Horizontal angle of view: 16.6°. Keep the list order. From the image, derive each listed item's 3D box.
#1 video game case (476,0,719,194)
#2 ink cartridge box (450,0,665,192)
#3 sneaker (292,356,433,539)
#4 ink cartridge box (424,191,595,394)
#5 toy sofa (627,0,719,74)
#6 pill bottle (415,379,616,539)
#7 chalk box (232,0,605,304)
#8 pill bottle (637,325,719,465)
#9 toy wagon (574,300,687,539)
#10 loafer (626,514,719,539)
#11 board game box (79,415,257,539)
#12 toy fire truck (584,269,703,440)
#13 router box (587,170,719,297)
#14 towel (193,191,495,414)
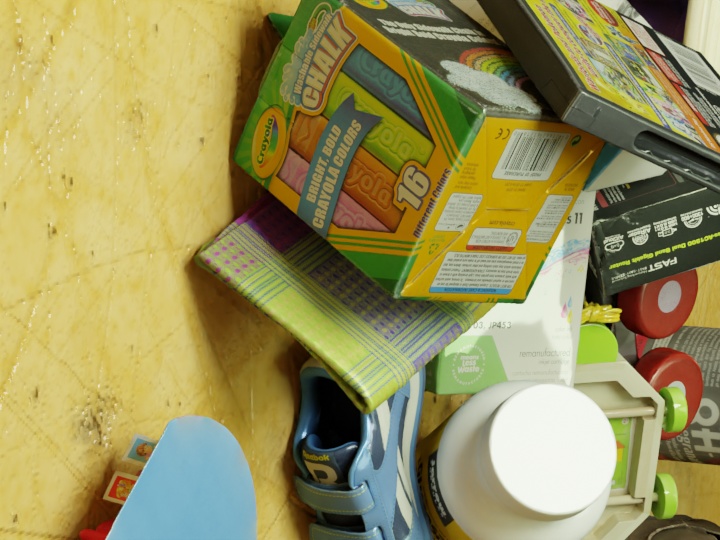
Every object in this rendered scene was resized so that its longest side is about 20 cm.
[{"bbox_3d":[0.160,-0.108,1.434,0.180,0.200,0.026,23,112,-27],"label":"video game case"},{"bbox_3d":[0.125,-0.149,1.581,0.067,0.200,0.116,-50,161,29],"label":"ink cartridge box"},{"bbox_3d":[-0.005,0.134,1.512,0.082,0.074,0.201,-13,100,-55],"label":"sneaker"},{"bbox_3d":[0.086,-0.025,1.586,0.117,0.067,0.201,0,100,-34],"label":"ink cartridge box"},{"bbox_3d":[0.181,-0.180,1.689,0.097,0.200,0.083,-2,106,-30],"label":"toy sofa"},{"bbox_3d":[0.094,0.133,1.555,0.200,0.112,0.113,126,-20,-70],"label":"pill bottle"},{"bbox_3d":[0.019,-0.085,1.417,0.125,0.200,0.124,2,120,-47],"label":"chalk box"},{"bbox_3d":[0.305,0.102,1.951,0.111,0.199,0.111,-11,103,-60],"label":"pill bottle"},{"bbox_3d":[0.151,0.111,1.719,0.040,0.154,0.201,-129,-141,-62],"label":"toy wagon"},{"bbox_3d":[0.264,0.235,2.028,0.200,0.071,0.073,-11,103,-61],"label":"loafer"},{"bbox_3d":[-0.122,0.175,1.330,0.200,0.039,0.158,-62,149,-29],"label":"board game box"},{"bbox_3d":[0.149,0.058,1.765,0.168,0.112,0.201,-26,121,-35],"label":"toy fire truck"},{"bbox_3d":[0.206,-0.073,1.698,0.200,0.149,0.062,-112,-174,-59],"label":"router box"},{"bbox_3d":[0.000,0.000,1.452,0.023,0.143,0.200,-56,171,34],"label":"towel"}]
